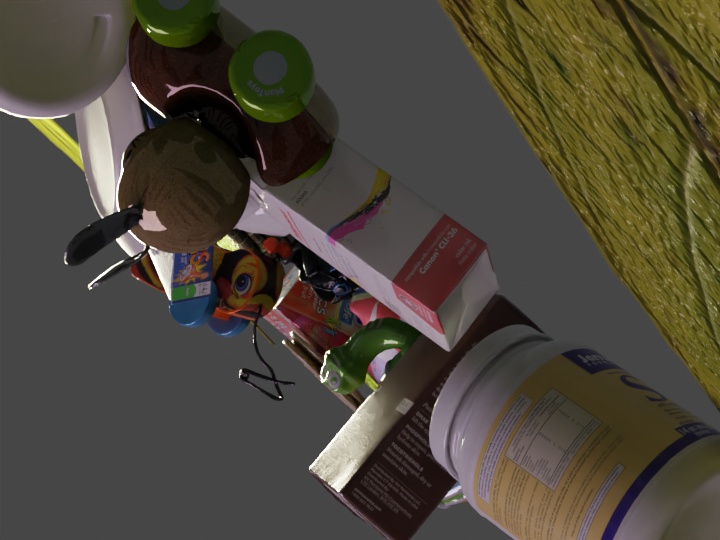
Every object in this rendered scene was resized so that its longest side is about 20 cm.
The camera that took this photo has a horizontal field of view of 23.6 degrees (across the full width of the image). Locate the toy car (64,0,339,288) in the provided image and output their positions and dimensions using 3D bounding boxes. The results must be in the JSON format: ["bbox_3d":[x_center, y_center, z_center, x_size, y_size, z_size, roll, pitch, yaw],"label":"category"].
[{"bbox_3d":[-0.126,-0.075,1.142,0.158,0.200,0.164,38,173,11],"label":"toy car"}]

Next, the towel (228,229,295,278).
[{"bbox_3d":[-0.133,-0.089,1.559,0.200,0.086,0.165,45,172,-38],"label":"towel"}]

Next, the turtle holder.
[{"bbox_3d":[0.064,0.121,1.479,0.185,0.132,0.141,28,-167,-22],"label":"turtle holder"}]

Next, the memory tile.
[{"bbox_3d":[-0.003,0.129,1.678,0.153,0.017,0.200,41,176,18],"label":"memory tile"}]

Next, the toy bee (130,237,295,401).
[{"bbox_3d":[-0.106,0.010,1.481,0.200,0.109,0.131,34,-171,15],"label":"toy bee"}]

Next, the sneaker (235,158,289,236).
[{"bbox_3d":[-0.082,-0.093,1.383,0.115,0.074,0.200,6,152,-11],"label":"sneaker"}]

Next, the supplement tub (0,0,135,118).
[{"bbox_3d":[-0.270,-0.202,1.322,0.145,0.145,0.200,44,172,-31],"label":"supplement tub"}]

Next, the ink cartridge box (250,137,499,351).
[{"bbox_3d":[0.002,-0.035,1.271,0.200,0.068,0.117,36,172,16],"label":"ink cartridge box"}]

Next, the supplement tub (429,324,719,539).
[{"bbox_3d":[0.160,0.139,1.211,0.200,0.146,0.145,35,171,37],"label":"supplement tub"}]

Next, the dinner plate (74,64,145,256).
[{"bbox_3d":[-0.205,-0.106,1.393,0.200,0.024,0.201,170,90,-70],"label":"dinner plate"}]

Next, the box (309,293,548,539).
[{"bbox_3d":[0.057,0.111,1.351,0.075,0.200,0.100,43,172,-15],"label":"box"}]

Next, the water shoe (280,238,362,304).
[{"bbox_3d":[0.000,0.000,1.446,0.071,0.079,0.200,42,173,-25],"label":"water shoe"}]

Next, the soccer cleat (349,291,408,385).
[{"bbox_3d":[0.041,0.095,1.604,0.073,0.068,0.201,5,132,20],"label":"soccer cleat"}]

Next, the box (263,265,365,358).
[{"bbox_3d":[-0.029,0.032,1.713,0.095,0.100,0.200,40,172,-5],"label":"box"}]

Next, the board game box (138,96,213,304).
[{"bbox_3d":[-0.162,-0.091,1.367,0.136,0.034,0.200,99,152,-44],"label":"board game box"}]
